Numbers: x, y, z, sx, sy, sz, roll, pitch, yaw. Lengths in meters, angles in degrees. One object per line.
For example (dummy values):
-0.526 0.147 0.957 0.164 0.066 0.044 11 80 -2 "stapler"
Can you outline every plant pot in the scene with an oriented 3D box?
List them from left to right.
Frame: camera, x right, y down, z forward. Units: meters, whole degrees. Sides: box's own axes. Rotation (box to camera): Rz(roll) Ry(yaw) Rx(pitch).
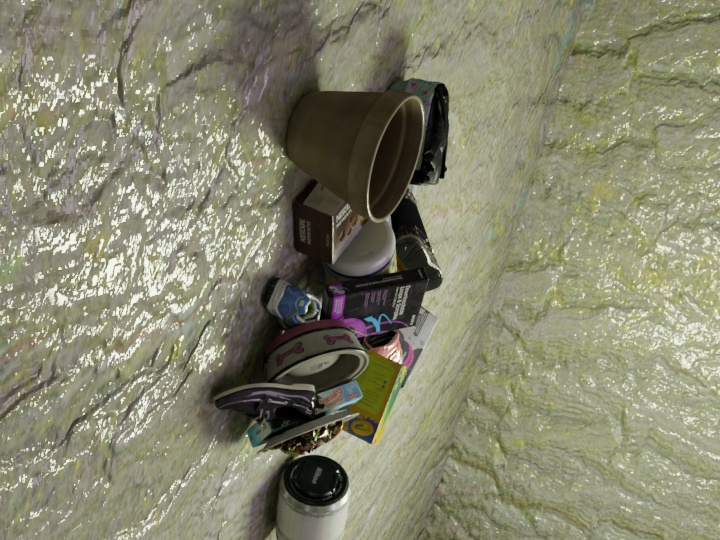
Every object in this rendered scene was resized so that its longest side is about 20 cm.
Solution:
-0.016 -0.197 1.207 0.201 0.171 0.203 -54 155 -39 "plant pot"

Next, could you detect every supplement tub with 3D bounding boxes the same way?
0.000 0.000 1.489 0.146 0.143 0.202 -57 157 -30 "supplement tub"

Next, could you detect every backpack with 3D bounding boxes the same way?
0.112 -0.274 1.525 0.167 0.124 0.205 -34 130 -74 "backpack"

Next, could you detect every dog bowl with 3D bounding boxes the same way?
-0.087 0.160 1.385 0.196 0.075 0.201 -17 153 -9 "dog bowl"

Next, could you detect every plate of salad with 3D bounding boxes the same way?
-0.090 0.301 1.382 0.049 0.197 0.200 69 16 12 "plate of salad"

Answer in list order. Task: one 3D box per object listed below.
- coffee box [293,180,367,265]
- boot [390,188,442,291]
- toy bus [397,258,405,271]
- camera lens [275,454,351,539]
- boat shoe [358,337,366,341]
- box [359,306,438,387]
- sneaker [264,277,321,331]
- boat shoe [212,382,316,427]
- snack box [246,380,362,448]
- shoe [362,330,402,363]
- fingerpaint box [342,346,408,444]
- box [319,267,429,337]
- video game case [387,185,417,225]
-0.035 -0.121 1.370 0.201 0.079 0.115 -52 155 -41 "coffee box"
0.111 -0.062 1.571 0.204 0.072 0.156 56 21 -54 "boot"
0.098 0.010 1.678 0.079 0.065 0.199 -53 156 21 "toy bus"
-0.106 0.524 1.697 0.160 0.157 0.204 -41 146 -52 "camera lens"
-0.002 0.111 1.722 0.202 0.062 0.075 88 16 -76 "boat shoe"
0.079 0.172 1.838 0.202 0.131 0.115 -58 -173 -29 "box"
-0.108 0.077 1.377 0.200 0.076 0.077 49 62 -71 "sneaker"
-0.155 0.228 1.298 0.197 0.072 0.064 6 65 -40 "boat shoe"
-0.103 0.266 1.432 0.197 0.038 0.116 -16 162 -32 "snack box"
0.004 0.197 1.680 0.197 0.071 0.092 -24 130 -21 "shoe"
-0.025 0.234 1.570 0.170 0.197 0.073 -68 162 -4 "fingerpaint box"
0.022 0.067 1.431 0.196 0.037 0.144 -12 142 -18 "box"
0.068 -0.136 1.626 0.199 0.023 0.186 24 74 -64 "video game case"
